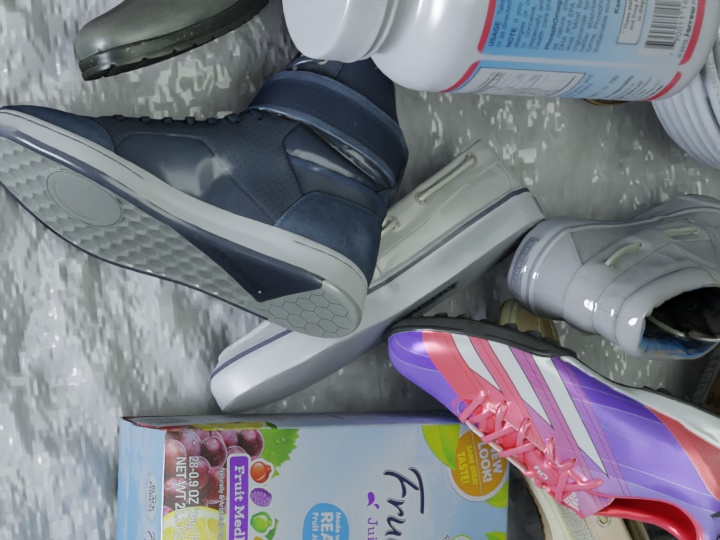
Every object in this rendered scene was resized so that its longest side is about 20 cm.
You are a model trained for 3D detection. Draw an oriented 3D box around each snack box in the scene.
[{"bbox_3d":[-0.024,0.158,1.124,0.199,0.068,0.170,0,93,-29],"label":"snack box"}]

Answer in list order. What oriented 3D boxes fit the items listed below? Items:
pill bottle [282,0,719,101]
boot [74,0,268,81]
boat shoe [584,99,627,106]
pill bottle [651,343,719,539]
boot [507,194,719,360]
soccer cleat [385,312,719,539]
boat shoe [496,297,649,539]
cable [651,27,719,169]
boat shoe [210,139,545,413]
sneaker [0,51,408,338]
[{"bbox_3d":[0.068,-0.140,1.067,0.199,0.109,0.110,1,93,-26],"label":"pill bottle"},{"bbox_3d":[-0.082,-0.185,1.077,0.200,0.068,0.131,-34,104,-29],"label":"boot"},{"bbox_3d":[0.122,-0.185,1.175,0.072,0.067,0.201,-20,103,-25],"label":"boat shoe"},{"bbox_3d":[0.230,0.110,1.227,0.114,0.114,0.201,30,81,-26],"label":"pill bottle"},{"bbox_3d":[0.173,0.012,1.172,0.199,0.095,0.074,-9,121,-46],"label":"boot"},{"bbox_3d":[0.101,0.082,1.108,0.199,0.068,0.074,22,71,-1],"label":"soccer cleat"},{"bbox_3d":[0.123,0.107,1.173,0.065,0.072,0.201,-16,86,17],"label":"boat shoe"},{"bbox_3d":[0.225,-0.151,1.199,0.200,0.069,0.201,26,77,-49],"label":"cable"},{"bbox_3d":[0.000,0.000,1.127,0.199,0.072,0.066,-33,79,-11],"label":"boat shoe"},{"bbox_3d":[-0.073,-0.068,1.081,0.201,0.077,0.147,24,61,-6],"label":"sneaker"}]
